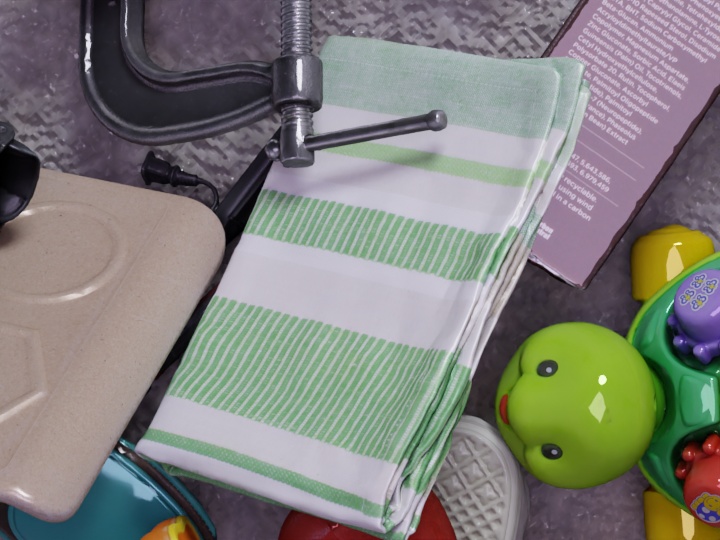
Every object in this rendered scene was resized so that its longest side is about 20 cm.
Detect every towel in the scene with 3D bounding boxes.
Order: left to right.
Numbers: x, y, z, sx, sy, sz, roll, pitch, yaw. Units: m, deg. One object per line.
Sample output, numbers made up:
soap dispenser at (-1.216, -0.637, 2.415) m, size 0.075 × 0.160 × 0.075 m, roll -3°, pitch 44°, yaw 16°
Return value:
towel at (0.000, 0.000, 0.979) m, size 0.152 × 0.023 × 0.201 m, roll 11°, pitch 72°, yaw 43°

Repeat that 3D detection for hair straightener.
hair straightener at (-0.074, -0.014, 1.078) m, size 0.200 × 0.041 × 0.077 m, roll -45°, pitch 78°, yaw 7°

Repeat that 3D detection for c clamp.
c clamp at (-0.047, -0.132, 1.040) m, size 0.170 × 0.027 × 0.201 m, roll -14°, pitch 72°, yaw 26°

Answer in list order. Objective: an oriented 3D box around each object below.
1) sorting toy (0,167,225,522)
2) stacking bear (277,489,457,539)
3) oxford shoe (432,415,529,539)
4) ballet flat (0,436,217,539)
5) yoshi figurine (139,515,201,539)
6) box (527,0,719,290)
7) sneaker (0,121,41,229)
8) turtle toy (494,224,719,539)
sorting toy at (-0.177, 0.018, 1.011) m, size 0.199 × 0.185 × 0.037 m, roll 15°, pitch 133°, yaw 12°
stacking bear at (0.038, 0.169, 0.982) m, size 0.114 × 0.121 × 0.200 m, roll -37°, pitch 84°, yaw 12°
oxford shoe at (0.030, 0.153, 1.063) m, size 0.075 × 0.058 × 0.201 m, roll 16°, pitch 104°, yaw 8°
ballet flat at (-0.148, 0.079, 1.057) m, size 0.199 × 0.070 × 0.068 m, roll 25°, pitch 102°, yaw -7°
yoshi figurine at (-0.134, 0.190, 1.013) m, size 0.199 × 0.113 × 0.112 m, roll -33°, pitch 124°, yaw 0°
box at (0.119, -0.092, 1.035) m, size 0.075 × 0.100 × 0.201 m, roll 33°, pitch 93°, yaw 1°
sneaker at (-0.178, -0.048, 1.017) m, size 0.104 × 0.200 × 0.060 m, roll 10°, pitch 135°, yaw 4°
turtle toy at (0.154, 0.052, 1.027) m, size 0.199 × 0.101 × 0.147 m, roll -4°, pitch 90°, yaw -3°
